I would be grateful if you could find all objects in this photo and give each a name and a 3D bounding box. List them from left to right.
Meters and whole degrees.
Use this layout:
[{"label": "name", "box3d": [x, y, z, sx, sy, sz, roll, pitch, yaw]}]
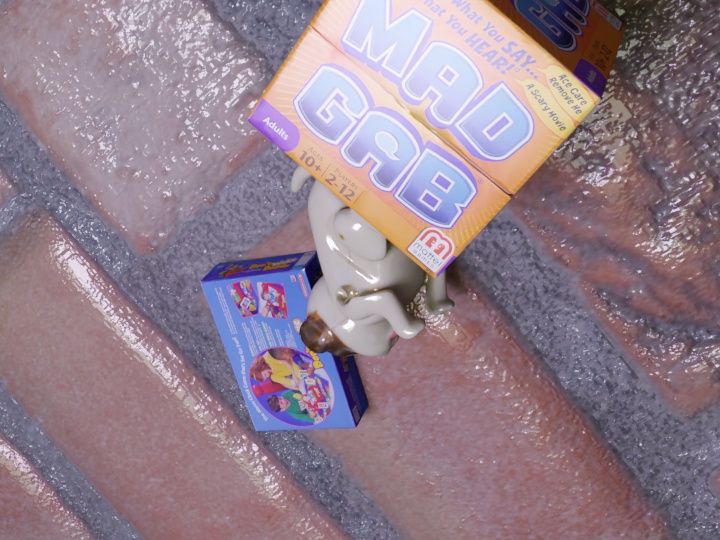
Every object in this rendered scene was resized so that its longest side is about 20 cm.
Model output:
[{"label": "board game box", "box3d": [-0.084, 0.084, 1.079, 0.133, 0.045, 0.202, -6, 114, 25]}, {"label": "toy dog", "box3d": [0.000, 0.000, 0.946, 0.192, 0.140, 0.202, 20, 124, 13]}, {"label": "board game box", "box3d": [0.069, -0.163, 0.789, 0.200, 0.200, 0.200, 39, 124, -3]}]
